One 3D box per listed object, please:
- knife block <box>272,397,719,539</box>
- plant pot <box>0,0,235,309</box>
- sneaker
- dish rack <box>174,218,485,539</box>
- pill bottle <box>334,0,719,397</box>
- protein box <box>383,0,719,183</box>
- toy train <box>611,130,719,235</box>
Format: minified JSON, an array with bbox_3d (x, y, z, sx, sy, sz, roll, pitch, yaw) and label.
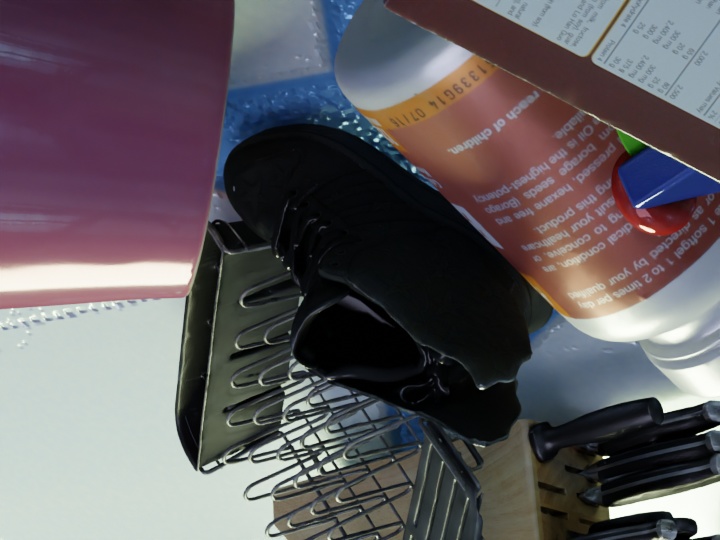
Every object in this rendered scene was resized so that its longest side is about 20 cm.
[{"bbox_3d":[0.071,0.100,1.174,0.064,0.176,0.200,21,-166,-47],"label":"knife block"},{"bbox_3d":[-0.148,-0.065,1.028,0.179,0.200,0.200,8,138,-7],"label":"plant pot"},{"bbox_3d":[-0.001,0.003,1.039,0.200,0.104,0.060,26,125,29],"label":"sneaker"},{"bbox_3d":[-0.013,0.083,1.127,0.200,0.055,0.154,54,151,35],"label":"dish rack"},{"bbox_3d":[0.093,-0.045,0.988,0.112,0.112,0.200,-27,118,39],"label":"pill bottle"},{"bbox_3d":[0.145,-0.140,0.808,0.200,0.199,0.135,27,137,-5],"label":"protein box"},{"bbox_3d":[0.161,-0.091,0.935,0.085,0.200,0.116,-35,73,47],"label":"toy train"}]
